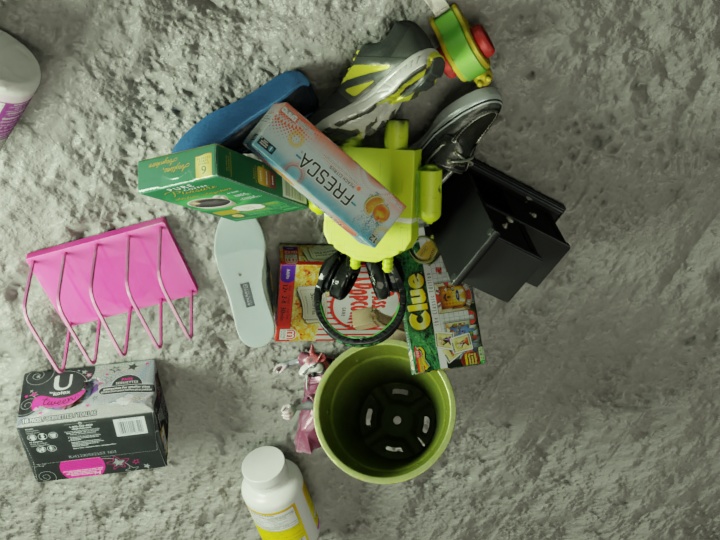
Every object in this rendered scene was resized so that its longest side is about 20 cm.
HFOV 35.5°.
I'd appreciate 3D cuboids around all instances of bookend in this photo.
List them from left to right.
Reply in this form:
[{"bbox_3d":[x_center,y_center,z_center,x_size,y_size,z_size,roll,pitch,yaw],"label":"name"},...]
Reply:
[{"bbox_3d":[0.199,-0.038,1.485,0.198,0.200,0.092,25,118,-26],"label":"bookend"}]

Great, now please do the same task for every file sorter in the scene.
[{"bbox_3d":[-0.338,0.041,1.531,0.200,0.126,0.139,-15,131,5],"label":"file sorter"}]

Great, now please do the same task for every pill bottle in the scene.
[{"bbox_3d":[-0.467,-0.182,1.324,0.112,0.112,0.200,25,124,-27],"label":"pill bottle"},{"bbox_3d":[-0.137,0.382,1.878,0.104,0.104,0.200,-12,132,3],"label":"pill bottle"}]

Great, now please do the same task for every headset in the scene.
[{"bbox_3d":[0.000,0.000,1.505,0.123,0.200,0.094,1,163,4],"label":"headset"}]

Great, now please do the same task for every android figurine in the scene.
[{"bbox_3d":[0.016,-0.097,1.445,0.182,0.041,0.201,4,102,20],"label":"android figurine"}]

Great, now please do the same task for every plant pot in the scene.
[{"bbox_3d":[0.046,0.213,1.645,0.200,0.201,0.190,-15,166,5],"label":"plant pot"}]

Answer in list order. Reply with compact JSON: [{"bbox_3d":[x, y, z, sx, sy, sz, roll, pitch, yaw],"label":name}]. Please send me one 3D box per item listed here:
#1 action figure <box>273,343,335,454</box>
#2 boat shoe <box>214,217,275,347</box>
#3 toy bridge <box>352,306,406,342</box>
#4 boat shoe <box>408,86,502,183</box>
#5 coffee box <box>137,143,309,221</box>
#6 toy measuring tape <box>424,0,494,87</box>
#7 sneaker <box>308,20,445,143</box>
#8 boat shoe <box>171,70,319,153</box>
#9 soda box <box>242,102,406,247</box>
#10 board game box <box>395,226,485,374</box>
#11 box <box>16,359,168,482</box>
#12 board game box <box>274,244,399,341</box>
[{"bbox_3d":[-0.054,0.191,1.701,0.149,0.134,0.200,-1,134,-8],"label":"action figure"},{"bbox_3d":[-0.160,0.002,1.568,0.071,0.091,0.201,-8,105,-2],"label":"boat shoe"},{"bbox_3d":[0.053,0.098,1.626,0.067,0.027,0.200,-14,151,17],"label":"toy bridge"},{"bbox_3d":[0.117,-0.153,1.453,0.072,0.071,0.200,6,141,-45],"label":"boat shoe"},{"bbox_3d":[-0.165,-0.105,1.391,0.123,0.044,0.200,-8,168,30],"label":"coffee box"},{"bbox_3d":[0.106,-0.287,1.343,0.073,0.074,0.200,-29,129,17],"label":"toy measuring tape"},{"bbox_3d":[0.012,-0.228,1.376,0.200,0.085,0.074,-30,158,23],"label":"sneaker"},{"bbox_3d":[-0.141,-0.169,1.405,0.200,0.084,0.069,-24,134,16],"label":"boat shoe"},{"bbox_3d":[-0.043,-0.114,1.358,0.200,0.064,0.068,40,85,-17],"label":"soda box"},{"bbox_3d":[0.106,0.038,1.559,0.105,0.201,0.023,-8,173,-10],"label":"board game box"},{"bbox_3d":[-0.398,0.223,1.691,0.199,0.115,0.132,-7,131,-4],"label":"box"},{"bbox_3d":[-0.022,0.033,1.623,0.199,0.046,0.152,-1,132,-8],"label":"board game box"}]
